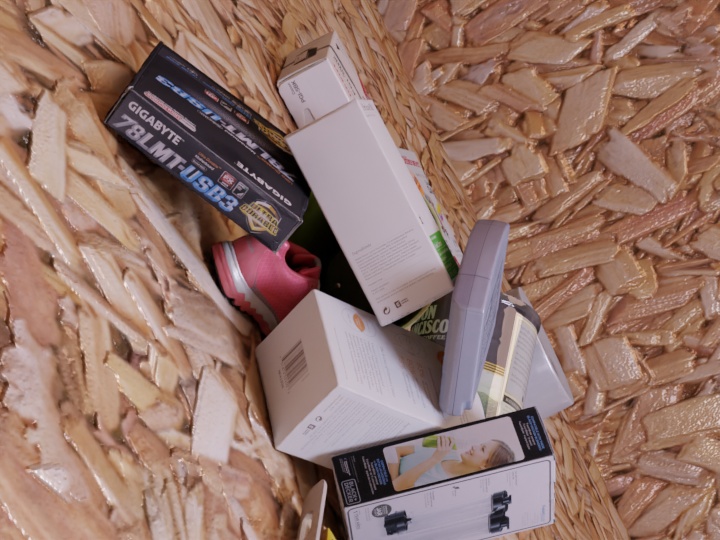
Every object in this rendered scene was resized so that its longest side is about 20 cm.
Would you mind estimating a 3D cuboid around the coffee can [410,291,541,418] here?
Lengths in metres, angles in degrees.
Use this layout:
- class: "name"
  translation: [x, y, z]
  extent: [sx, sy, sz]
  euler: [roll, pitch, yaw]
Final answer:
- class: "coffee can"
  translation: [0.112, 0.135, 1.855]
  extent: [0.146, 0.145, 0.201]
  euler: [47, 50, -55]

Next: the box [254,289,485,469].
- class: "box"
  translation: [0.013, 0.122, 1.585]
  extent: [0.199, 0.097, 0.125]
  euler: [25, 33, -34]

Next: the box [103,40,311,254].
- class: "box"
  translation: [-0.135, -0.121, 1.578]
  extent: [0.199, 0.050, 0.199]
  euler: [37, 16, -9]

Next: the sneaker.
- class: "sneaker"
  translation: [-0.067, 0.025, 1.642]
  extent: [0.200, 0.086, 0.074]
  euler: [49, 19, -52]

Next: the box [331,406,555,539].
- class: "box"
  translation: [0.079, 0.204, 1.551]
  extent: [0.117, 0.198, 0.060]
  euler: [81, -6, -49]

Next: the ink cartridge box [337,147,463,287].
- class: "ink cartridge box"
  translation: [0.035, -0.036, 2.101]
  extent: [0.201, 0.144, 0.145]
  euler: [64, 11, 5]

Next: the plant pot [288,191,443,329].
- class: "plant pot"
  translation: [0.000, 0.000, 1.844]
  extent: [0.200, 0.186, 0.188]
  euler: [78, -12, -80]

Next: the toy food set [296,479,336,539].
- class: "toy food set"
  translation: [0.005, 0.292, 1.439]
  extent: [0.201, 0.060, 0.144]
  euler: [61, 12, -16]

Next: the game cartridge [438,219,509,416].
- class: "game cartridge"
  translation: [0.110, 0.033, 1.600]
  extent: [0.200, 0.040, 0.134]
  euler: [-65, 166, -63]

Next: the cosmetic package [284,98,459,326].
- class: "cosmetic package"
  translation: [0.014, -0.057, 1.597]
  extent: [0.201, 0.084, 0.108]
  euler: [63, 11, -2]

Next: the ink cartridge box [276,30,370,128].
- class: "ink cartridge box"
  translation: [-0.043, -0.241, 2.362]
  extent: [0.147, 0.082, 0.200]
  euler: [61, 11, -16]

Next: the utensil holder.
- class: "utensil holder"
  translation: [0.136, 0.131, 2.029]
  extent: [0.171, 0.199, 0.170]
  euler: [61, 10, -18]
